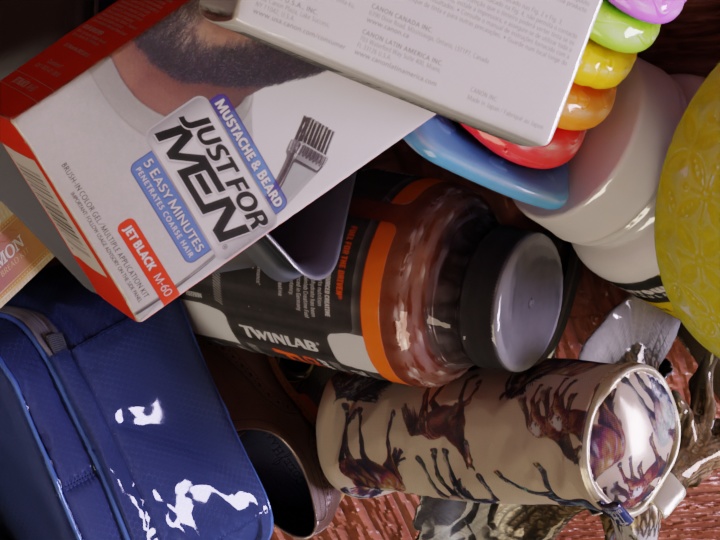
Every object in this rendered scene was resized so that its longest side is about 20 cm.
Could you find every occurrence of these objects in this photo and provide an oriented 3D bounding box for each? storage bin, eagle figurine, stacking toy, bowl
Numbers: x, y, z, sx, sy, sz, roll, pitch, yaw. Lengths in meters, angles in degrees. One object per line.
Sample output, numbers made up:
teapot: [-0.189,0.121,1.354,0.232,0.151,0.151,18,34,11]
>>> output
storage bin: [-0.113,-0.068,1.385,0.134,0.146,0.200,-16,134,30]
eagle figurine: [0.134,0.112,1.589,0.152,0.151,0.200,33,155,-22]
stacking toy: [0.106,-0.132,1.347,0.110,0.116,0.200,19,131,-37]
bowl: [0.252,-0.025,1.381,0.200,0.108,0.200,-10,113,-24]

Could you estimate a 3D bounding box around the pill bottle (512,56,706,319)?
pill bottle: [0.177,-0.030,1.472,0.200,0.114,0.114,27,141,-33]

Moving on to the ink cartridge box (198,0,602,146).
ink cartridge box: [0.038,-0.171,1.228,0.162,0.200,0.050,20,178,-26]

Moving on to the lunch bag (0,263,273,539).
lunch bag: [-0.156,0.090,1.497,0.136,0.132,0.200,-11,107,51]

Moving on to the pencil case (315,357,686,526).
pencil case: [0.069,0.087,1.502,0.200,0.078,0.089,1,121,42]

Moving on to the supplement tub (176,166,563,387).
supplement tub: [0.000,0.000,1.481,0.200,0.107,0.107,11,155,32]

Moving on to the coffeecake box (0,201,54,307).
coffeecake box: [-0.279,0.002,1.450,0.200,0.154,0.073,4,127,39]

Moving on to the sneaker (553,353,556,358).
sneaker: [0.017,0.052,1.678,0.200,0.070,0.076,10,122,-9]

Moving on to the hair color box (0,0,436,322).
hair color box: [-0.051,-0.082,1.266,0.111,0.200,0.064,59,166,-23]

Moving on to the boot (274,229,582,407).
boot: [0.011,0.021,1.594,0.174,0.069,0.200,31,112,-8]

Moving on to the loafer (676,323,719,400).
loafer: [0.216,0.035,1.612,0.073,0.071,0.200,-22,140,34]

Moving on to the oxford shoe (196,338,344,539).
oxford shoe: [-0.080,0.062,1.560,0.071,0.073,0.200,-42,100,18]
